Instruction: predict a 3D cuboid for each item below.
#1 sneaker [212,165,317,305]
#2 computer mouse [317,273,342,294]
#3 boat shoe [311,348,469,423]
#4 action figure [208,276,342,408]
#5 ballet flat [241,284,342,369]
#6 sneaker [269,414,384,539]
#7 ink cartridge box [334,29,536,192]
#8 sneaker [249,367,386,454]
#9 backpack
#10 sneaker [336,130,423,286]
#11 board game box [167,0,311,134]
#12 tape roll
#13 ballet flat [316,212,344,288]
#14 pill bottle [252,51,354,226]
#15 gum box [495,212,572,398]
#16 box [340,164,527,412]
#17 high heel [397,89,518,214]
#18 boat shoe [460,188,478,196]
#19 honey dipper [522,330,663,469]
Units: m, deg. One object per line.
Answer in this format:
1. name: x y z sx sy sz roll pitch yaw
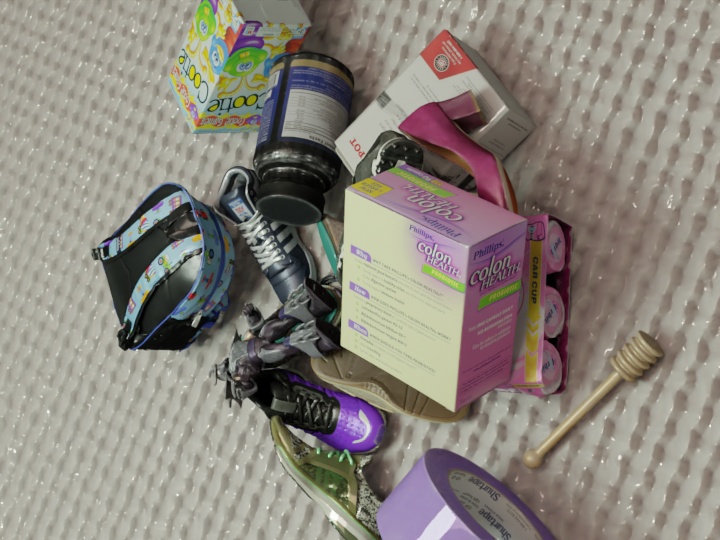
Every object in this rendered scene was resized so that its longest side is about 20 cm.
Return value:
1. sneaker: -0.125 -0.044 1.696 0.070 0.108 0.201 -29 64 26
2. computer mouse: 0.019 0.051 1.626 0.200 0.034 0.059 29 72 43
3. boat shoe: 0.039 0.134 1.571 0.199 0.065 0.073 16 75 18
4. action figure: -0.113 0.088 1.588 0.199 0.069 0.131 -30 48 31
5. ballet flat: -0.073 0.069 1.651 0.200 0.072 0.072 -30 63 40
6. sneaker: -0.028 0.238 1.572 0.089 0.077 0.200 -41 87 -4
7. ink cartridge box: 0.087 -0.162 1.594 0.200 0.083 0.147 -44 59 18
8. sneaker: -0.065 0.170 1.609 0.199 0.099 0.070 19 92 37
9. backpack: -0.238 -0.010 1.728 0.200 0.134 0.183 -44 56 34
10. sneaker: 0.018 -0.074 1.534 0.091 0.066 0.201 -111 36 -61
11. board game box: -0.162 -0.285 1.736 0.105 0.103 0.200 62 140 28
12. tape roll: 0.119 0.286 1.394 0.085 0.200 0.200 -52 56 14
13. ballet flat: 0.000 0.000 1.621 0.067 0.068 0.201 -15 50 -7
14. pill bottle: -0.075 -0.164 1.667 0.111 0.112 0.201 -6 64 33
15. gum box: 0.172 0.044 1.497 0.113 0.066 0.201 -4 77 35
16. box: 0.074 0.016 1.418 0.175 0.096 0.201 27 128 38
17. high heel: 0.110 -0.109 1.467 0.096 0.067 0.201 -24 51 9
18. boat shoe: 0.076 -0.028 1.531 0.200 0.059 0.072 126 146 -54
19. honey dipper: 0.246 0.145 1.443 0.200 0.038 0.038 -47 58 19
